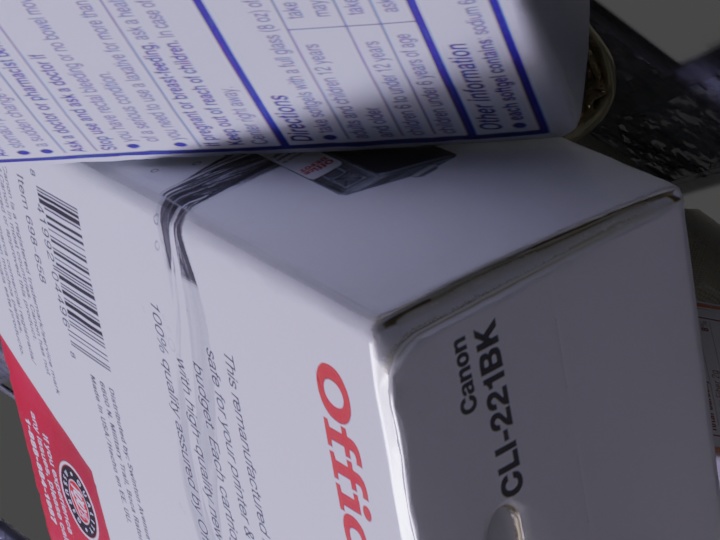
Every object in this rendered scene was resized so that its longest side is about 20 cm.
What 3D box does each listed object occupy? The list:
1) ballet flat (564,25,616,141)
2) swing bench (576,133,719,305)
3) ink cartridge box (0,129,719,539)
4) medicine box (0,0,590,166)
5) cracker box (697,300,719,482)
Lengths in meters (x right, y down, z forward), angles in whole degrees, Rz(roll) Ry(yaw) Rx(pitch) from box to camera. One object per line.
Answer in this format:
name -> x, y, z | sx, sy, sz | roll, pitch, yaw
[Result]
ballet flat -> 0.005, -0.088, 0.716 | 0.069, 0.070, 0.200 | 24, 172, 42
swing bench -> 0.000, 0.000, 0.894 | 0.199, 0.130, 0.200 | 36, 129, -4
ink cartridge box -> -0.007, 0.031, 0.667 | 0.200, 0.084, 0.145 | 29, 136, 52
medicine box -> -0.065, -0.103, 0.562 | 0.199, 0.103, 0.182 | -2, 158, 13
cracker box -> 0.104, 0.076, 0.798 | 0.199, 0.058, 0.134 | 11, 137, -19
